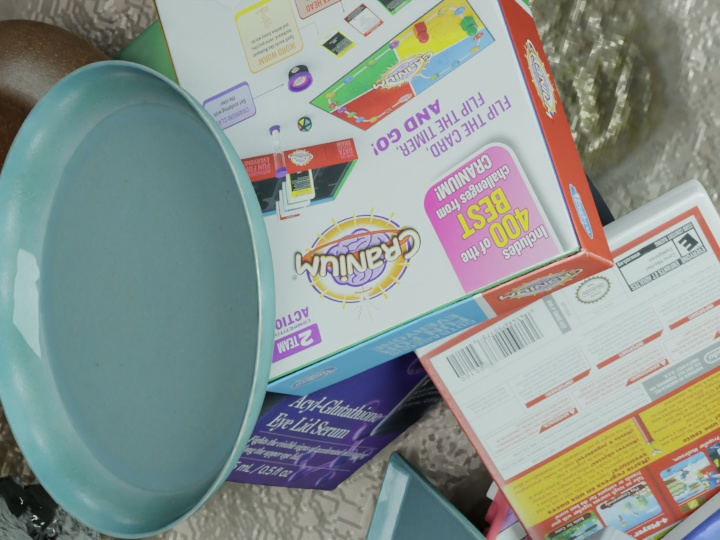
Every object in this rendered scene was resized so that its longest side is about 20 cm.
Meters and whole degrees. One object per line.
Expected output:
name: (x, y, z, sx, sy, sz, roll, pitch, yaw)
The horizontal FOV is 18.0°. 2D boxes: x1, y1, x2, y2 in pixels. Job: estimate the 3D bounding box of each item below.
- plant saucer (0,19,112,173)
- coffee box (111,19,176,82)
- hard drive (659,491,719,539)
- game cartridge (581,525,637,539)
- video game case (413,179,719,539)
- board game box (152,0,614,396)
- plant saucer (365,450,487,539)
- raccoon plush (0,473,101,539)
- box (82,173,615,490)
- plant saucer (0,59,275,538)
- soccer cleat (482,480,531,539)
plant saucer: (-0.171, -0.023, 1.134, 0.199, 0.037, 0.202, 10, 107, 33)
coffee box: (-0.051, -0.083, 1.118, 0.200, 0.044, 0.123, -39, 79, 17)
hard drive: (0.216, 0.135, 1.015, 0.200, 0.025, 0.132, -41, 106, 16)
game cartridge: (0.107, 0.206, 1.021, 0.133, 0.041, 0.201, 32, 131, 7)
video game case: (0.130, 0.073, 1.009, 0.142, 0.017, 0.201, -28, 115, 8)
board game box: (0.003, -0.068, 0.945, 0.152, 0.040, 0.202, -23, 74, 22)
plant saucer: (0.039, 0.144, 1.033, 0.019, 0.200, 0.071, 14, 98, -19)
raccoon plush: (-0.191, 0.197, 1.122, 0.134, 0.096, 0.201, -44, 41, 18)
box: (0.000, 0.000, 1.041, 0.200, 0.148, 0.105, -40, 68, 17)
plant saucer: (-0.096, 0.012, 0.969, 0.199, 0.027, 0.202, 3, 94, 49)
soccer cleat: (0.101, 0.105, 1.064, 0.076, 0.067, 0.202, 22, 96, 12)
